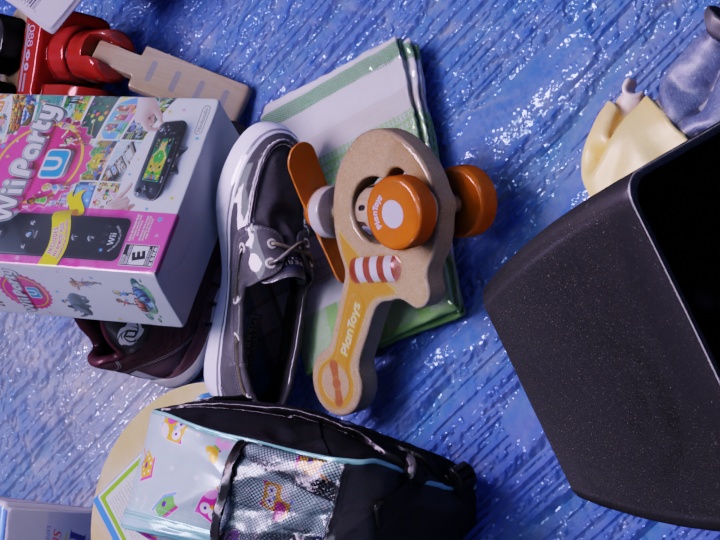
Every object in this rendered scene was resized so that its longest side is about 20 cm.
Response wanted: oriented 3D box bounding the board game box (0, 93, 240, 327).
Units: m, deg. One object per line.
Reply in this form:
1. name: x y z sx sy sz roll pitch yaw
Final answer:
1. board game box: -0.196 -0.045 1.624 0.199 0.064 0.148 3 56 24

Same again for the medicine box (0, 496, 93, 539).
1. medicine box: -0.301 0.258 1.769 0.200 0.103 0.183 1 82 43

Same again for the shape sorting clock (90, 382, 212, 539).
1. shape sorting clock: -0.109 0.178 1.653 0.200 0.039 0.201 -6 80 37

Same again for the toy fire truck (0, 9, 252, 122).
1. toy fire truck: -0.193 -0.103 1.748 0.200 0.128 0.177 5 85 52

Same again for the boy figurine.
1. boy figurine: 0.185 -0.056 1.419 0.124 0.064 0.200 47 114 33

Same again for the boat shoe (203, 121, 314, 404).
1. boat shoe: -0.061 0.003 1.590 0.066 0.070 0.201 19 100 52

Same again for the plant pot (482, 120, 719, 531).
1. plant pot: 0.189 0.025 1.290 0.177 0.200 0.200 -20 97 52

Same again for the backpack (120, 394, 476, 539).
1. backpack: -0.049 0.158 1.500 0.200 0.176 0.154 21 94 30

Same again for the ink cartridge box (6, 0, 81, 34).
1. ink cartridge box: -0.199 -0.302 1.741 0.176 0.084 0.200 -46 22 25

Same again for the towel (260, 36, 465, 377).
1. towel: 0.001 -0.042 1.612 0.149 0.031 0.201 -25 68 39

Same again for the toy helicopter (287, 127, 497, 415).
1. toy helicopter: 0.000 0.000 1.540 0.132 0.079 0.201 32 118 34

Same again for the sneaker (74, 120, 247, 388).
1. sneaker: -0.142 -0.013 1.662 0.076 0.115 0.201 25 103 44
